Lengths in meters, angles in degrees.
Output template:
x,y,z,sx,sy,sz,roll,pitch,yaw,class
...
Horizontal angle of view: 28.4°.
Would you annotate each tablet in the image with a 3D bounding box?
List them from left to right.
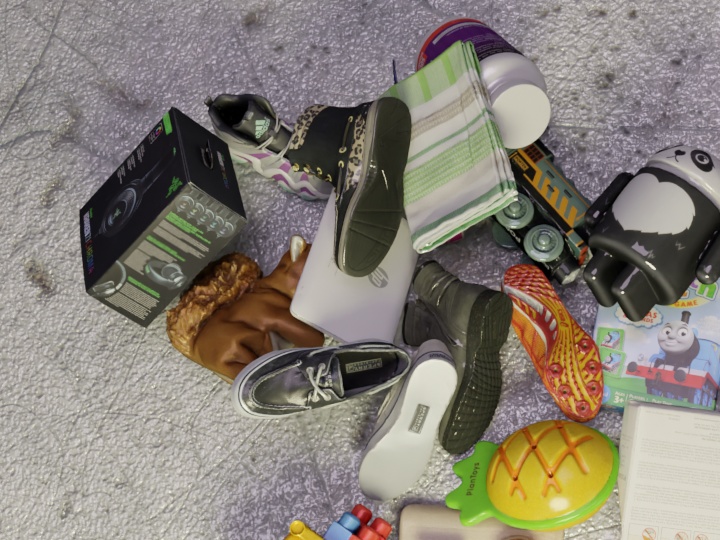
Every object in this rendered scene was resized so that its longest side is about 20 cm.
x,y,z,sx,sy,sz,roll,pitch,yaw,class
0.000,0.000,1.647,0.130,0.014,0.201,30,53,-15,tablet

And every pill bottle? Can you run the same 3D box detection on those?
x,y,z,sx,sy,sz,roll,pitch,yaw,class
0.145,-0.216,1.663,0.112,0.113,0.200,-33,33,-1,pill bottle

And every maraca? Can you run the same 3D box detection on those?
x,y,z,sx,sy,sz,roll,pitch,yaw,class
0.187,0.226,1.556,0.199,0.107,0.138,-10,38,27,maraca

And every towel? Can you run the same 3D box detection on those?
x,y,z,sx,sy,sz,roll,pitch,yaw,class
0.089,-0.138,1.585,0.149,0.031,0.201,-30,65,34,towel

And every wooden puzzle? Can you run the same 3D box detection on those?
x,y,z,sx,sy,sz,roll,pitch,yaw,class
0.127,0.357,1.556,0.184,0.046,0.201,1,72,12,wooden puzzle

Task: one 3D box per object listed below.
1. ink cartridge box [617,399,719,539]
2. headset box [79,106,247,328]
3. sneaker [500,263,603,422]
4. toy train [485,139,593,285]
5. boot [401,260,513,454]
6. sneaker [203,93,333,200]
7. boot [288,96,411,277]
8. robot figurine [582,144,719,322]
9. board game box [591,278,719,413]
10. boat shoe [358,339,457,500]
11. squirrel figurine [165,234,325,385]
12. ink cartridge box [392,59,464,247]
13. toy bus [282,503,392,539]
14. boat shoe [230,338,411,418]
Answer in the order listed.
x,y,z,sx,sy,sz,roll,pitch,yaw,class
0.353,0.249,1.530,0.160,0.050,0.202,8,92,-8,ink cartridge box
-0.230,-0.068,1.670,0.200,0.093,0.175,-44,34,19,headset box
0.220,0.084,1.609,0.073,0.077,0.201,-19,61,-5,sneaker
0.204,-0.077,1.669,0.114,0.085,0.200,-36,69,-12,toy train
0.100,0.098,1.639,0.130,0.067,0.201,21,102,44,boot
-0.105,-0.157,1.720,0.199,0.140,0.078,21,77,17,sneaker
-0.022,-0.099,1.634,0.153,0.073,0.205,9,87,50,boot
0.330,-0.045,1.568,0.150,0.125,0.200,39,80,3,robot figurine
0.341,0.068,1.614,0.150,0.037,0.201,10,73,15,board game box
0.052,0.166,1.603,0.070,0.070,0.201,17,114,-9,boat shoe
-0.119,0.040,1.659,0.199,0.142,0.187,26,79,20,squirrel figurine
0.080,-0.142,1.690,0.042,0.119,0.201,-17,69,0,ink cartridge box
-0.017,0.358,1.540,0.200,0.136,0.192,35,78,20,toy bus
-0.040,0.117,1.540,0.199,0.068,0.072,-9,93,-21,boat shoe
